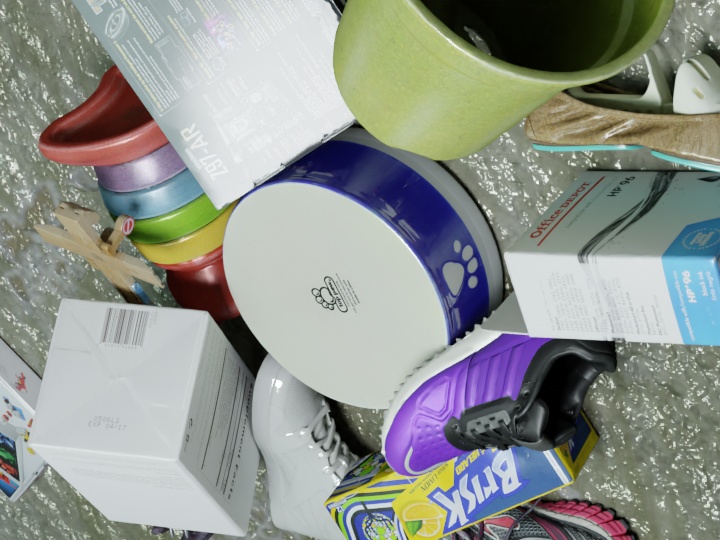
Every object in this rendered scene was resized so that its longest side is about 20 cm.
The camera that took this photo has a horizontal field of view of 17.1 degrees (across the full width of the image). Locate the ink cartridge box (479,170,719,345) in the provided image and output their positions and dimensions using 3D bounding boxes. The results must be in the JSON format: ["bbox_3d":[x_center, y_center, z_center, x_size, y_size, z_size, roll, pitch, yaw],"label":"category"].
[{"bbox_3d":[0.177,-0.011,1.571,0.200,0.116,0.068,1,121,37],"label":"ink cartridge box"}]

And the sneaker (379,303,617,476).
[{"bbox_3d":[0.099,0.094,1.667,0.200,0.069,0.100,-43,49,19],"label":"sneaker"}]

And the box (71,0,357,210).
[{"bbox_3d":[-0.089,-0.167,1.672,0.160,0.044,0.200,-32,100,19],"label":"box"}]

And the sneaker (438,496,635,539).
[{"bbox_3d":[0.109,0.206,1.824,0.200,0.075,0.081,6,124,37],"label":"sneaker"}]

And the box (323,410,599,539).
[{"bbox_3d":[0.074,0.150,1.779,0.200,0.070,0.064,-27,102,32],"label":"box"}]

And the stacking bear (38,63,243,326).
[{"bbox_3d":[-0.136,-0.048,1.811,0.114,0.121,0.200,9,136,43],"label":"stacking bear"}]

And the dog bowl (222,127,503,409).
[{"bbox_3d":[0.000,0.000,1.749,0.200,0.079,0.201,21,132,25],"label":"dog bowl"}]

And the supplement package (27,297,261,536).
[{"bbox_3d":[-0.157,0.115,1.829,0.121,0.120,0.200,5,159,14],"label":"supplement package"}]

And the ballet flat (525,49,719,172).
[{"bbox_3d":[0.193,-0.106,1.537,0.200,0.068,0.073,11,108,38],"label":"ballet flat"}]

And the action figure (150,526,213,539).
[{"bbox_3d":[-0.171,0.132,2.000,0.130,0.069,0.201,8,122,46],"label":"action figure"}]

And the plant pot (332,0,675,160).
[{"bbox_3d":[0.070,-0.165,1.505,0.200,0.200,0.184,44,149,2],"label":"plant pot"}]

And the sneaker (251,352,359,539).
[{"bbox_3d":[-0.018,0.146,1.889,0.115,0.074,0.200,18,140,26],"label":"sneaker"}]

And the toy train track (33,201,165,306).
[{"bbox_3d":[-0.172,-0.002,1.785,0.114,0.033,0.200,21,159,29],"label":"toy train track"}]

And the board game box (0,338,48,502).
[{"bbox_3d":[-0.350,0.104,2.147,0.200,0.035,0.126,45,137,2],"label":"board game box"}]
